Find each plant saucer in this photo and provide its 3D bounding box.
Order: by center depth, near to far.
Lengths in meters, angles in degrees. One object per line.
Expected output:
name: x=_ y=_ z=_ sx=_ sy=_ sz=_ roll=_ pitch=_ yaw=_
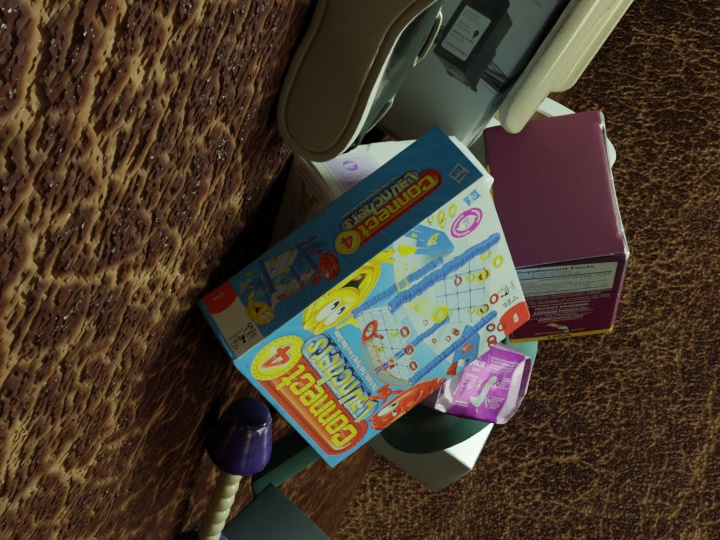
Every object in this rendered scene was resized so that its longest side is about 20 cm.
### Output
plant saucer: x=-0.034 y=0.164 z=1.027 sx=0.199 sy=0.019 sz=0.070 roll=-34 pitch=-162 yaw=10
plant saucer: x=0.092 y=0.101 z=1.038 sx=0.198 sy=0.027 sz=0.201 roll=-30 pitch=-150 yaw=19

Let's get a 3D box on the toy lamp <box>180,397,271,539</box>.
toy lamp: x=-0.117 y=0.189 z=0.855 sx=0.058 sy=0.058 sz=0.202 roll=-49 pitch=163 yaw=-52

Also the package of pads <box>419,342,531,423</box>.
package of pads: x=0.052 y=0.075 z=0.937 sx=0.120 sy=0.199 sz=0.077 roll=17 pitch=94 yaw=-43

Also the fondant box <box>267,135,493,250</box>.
fondant box: x=0.000 y=0.000 z=0.752 sx=0.143 sy=0.058 sz=0.202 roll=-10 pitch=136 yaw=-33

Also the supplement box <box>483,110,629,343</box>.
supplement box: x=0.168 y=-0.029 z=0.866 sx=0.200 sy=0.101 sz=0.133 roll=66 pitch=19 yaw=-66

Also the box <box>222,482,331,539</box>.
box: x=-0.126 y=0.349 z=1.003 sx=0.182 sy=0.104 sz=0.201 roll=-39 pitch=159 yaw=-33

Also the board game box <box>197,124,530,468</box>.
board game box: x=0.014 y=0.029 z=0.697 sx=0.195 sy=0.056 sz=0.201 roll=-37 pitch=145 yaw=-3

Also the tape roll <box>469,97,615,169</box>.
tape roll: x=0.156 y=-0.103 z=1.069 sx=0.203 sy=0.201 sz=0.141 roll=-46 pitch=161 yaw=-59

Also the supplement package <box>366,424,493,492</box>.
supplement package: x=0.055 y=0.151 z=1.181 sx=0.117 sy=0.199 sz=0.117 roll=-55 pitch=-179 yaw=-33

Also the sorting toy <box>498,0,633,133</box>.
sorting toy: x=0.181 y=-0.207 z=0.779 sx=0.186 sy=0.036 sz=0.200 roll=-57 pitch=171 yaw=28

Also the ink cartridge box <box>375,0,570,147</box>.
ink cartridge box: x=0.103 y=-0.192 z=0.792 sx=0.201 sy=0.083 sz=0.145 roll=-56 pitch=175 yaw=26

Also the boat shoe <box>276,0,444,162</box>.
boat shoe: x=0.016 y=-0.155 z=0.572 sx=0.202 sy=0.073 sz=0.060 roll=-64 pitch=170 yaw=26
